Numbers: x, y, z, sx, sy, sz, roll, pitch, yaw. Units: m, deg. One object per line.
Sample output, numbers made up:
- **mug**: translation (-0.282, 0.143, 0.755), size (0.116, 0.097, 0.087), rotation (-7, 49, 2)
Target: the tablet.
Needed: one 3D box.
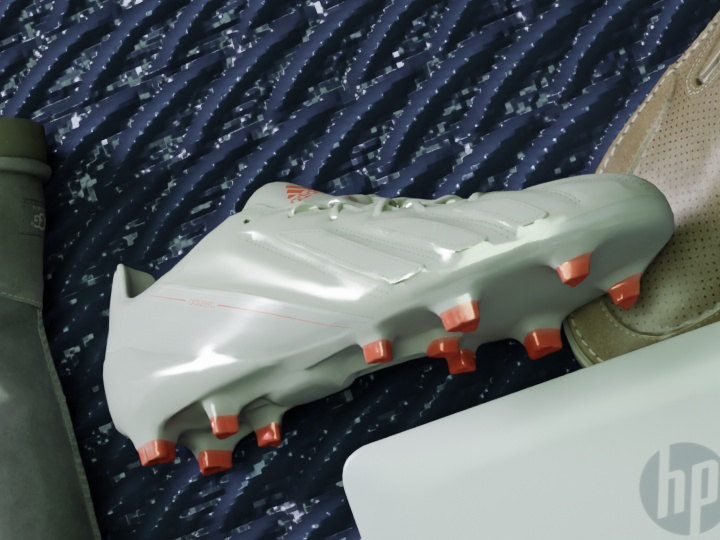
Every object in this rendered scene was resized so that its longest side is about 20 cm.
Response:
- **tablet**: translation (0.105, 0.085, 0.715), size (0.200, 0.014, 0.130), rotation (-20, 89, 10)

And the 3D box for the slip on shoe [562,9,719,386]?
- **slip on shoe**: translation (0.128, -0.050, 0.724), size (0.076, 0.061, 0.200), rotation (41, 92, 18)

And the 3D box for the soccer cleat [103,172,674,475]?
- **soccer cleat**: translation (0.000, 0.000, 0.733), size (0.200, 0.069, 0.078), rotation (-22, 68, 26)

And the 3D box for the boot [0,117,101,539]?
- **boot**: translation (-0.171, 0.057, 0.789), size (0.181, 0.073, 0.200), rotation (-8, 84, 16)
